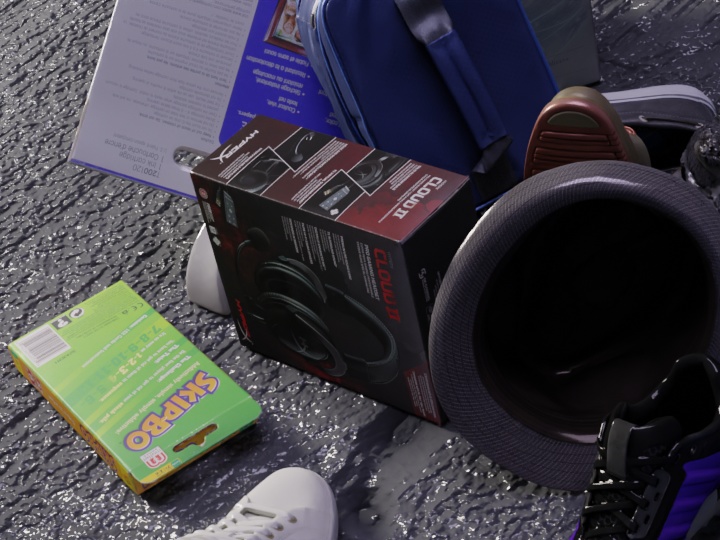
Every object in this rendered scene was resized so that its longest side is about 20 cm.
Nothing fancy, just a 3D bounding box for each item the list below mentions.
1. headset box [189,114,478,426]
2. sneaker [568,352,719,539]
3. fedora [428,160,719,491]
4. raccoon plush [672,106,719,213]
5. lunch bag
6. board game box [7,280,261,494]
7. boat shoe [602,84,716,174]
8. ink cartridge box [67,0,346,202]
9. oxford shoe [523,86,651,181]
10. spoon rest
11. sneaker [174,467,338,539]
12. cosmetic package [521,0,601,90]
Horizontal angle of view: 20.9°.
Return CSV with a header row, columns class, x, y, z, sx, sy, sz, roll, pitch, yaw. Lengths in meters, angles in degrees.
class,x,y,z,sx,sy,sz,roll,pitch,yaw
headset box,0.000,0.000,1.253,0.199,0.150,0.077,21,49,37
sneaker,0.146,0.125,1.066,0.069,0.100,0.201,19,59,36
fedora,0.137,0.022,1.171,0.176,0.201,0.090,27,19,0
raccoon plush,0.291,-0.042,1.217,0.198,0.135,0.097,-5,28,13
lunch bag,0.050,-0.123,1.286,0.135,0.201,0.132,-27,13,-3
board game box,-0.150,0.078,1.301,0.095,0.030,0.200,-30,37,-20
boat shoe,0.160,-0.082,1.385,0.198,0.071,0.067,-6,34,-3
ink cartridge box,-0.085,-0.142,1.373,0.196,0.202,0.043,17,-3,1
oxford shoe,0.148,-0.067,1.241,0.070,0.200,0.074,10,64,17
spoon rest,-0.051,-0.051,1.411,0.099,0.061,0.200,18,48,36
sneaker,-0.072,0.168,1.110,0.072,0.085,0.200,5,39,26
cosmetic package,0.064,-0.228,1.489,0.197,0.201,0.123,-17,36,-3
